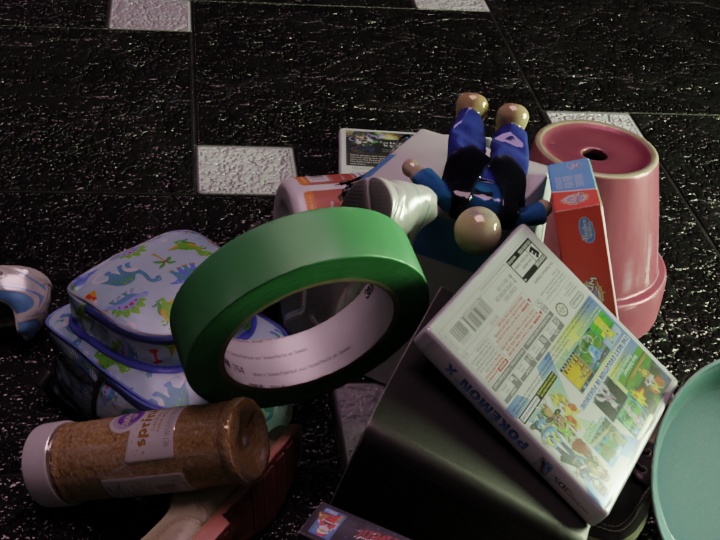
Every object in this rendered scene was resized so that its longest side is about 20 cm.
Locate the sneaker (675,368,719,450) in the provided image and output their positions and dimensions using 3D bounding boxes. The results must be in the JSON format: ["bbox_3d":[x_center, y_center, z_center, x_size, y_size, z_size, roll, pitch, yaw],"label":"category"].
[{"bbox_3d":[0.325,0.121,1.193,0.074,0.117,0.201,10,32,7],"label":"sneaker"}]

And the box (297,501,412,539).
[{"bbox_3d":[0.047,0.256,0.914,0.198,0.138,0.038,20,34,20],"label":"box"}]

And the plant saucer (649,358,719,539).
[{"bbox_3d":[0.307,0.170,1.085,0.198,0.203,0.036,-11,-1,-25],"label":"plant saucer"}]

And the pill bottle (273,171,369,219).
[{"bbox_3d":[0.014,-0.048,1.415,0.197,0.113,0.113,-5,33,-17],"label":"pill bottle"}]

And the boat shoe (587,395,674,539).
[{"bbox_3d":[0.230,0.163,1.159,0.071,0.066,0.200,19,34,20],"label":"boat shoe"}]

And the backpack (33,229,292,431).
[{"bbox_3d":[-0.159,0.072,1.166,0.182,0.148,0.199,-28,50,-37],"label":"backpack"}]

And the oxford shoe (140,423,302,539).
[{"bbox_3d":[-0.112,0.181,1.073,0.073,0.072,0.200,16,33,22],"label":"oxford shoe"}]

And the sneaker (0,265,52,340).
[{"bbox_3d":[-0.394,0.025,1.280,0.197,0.072,0.073,6,58,13],"label":"sneaker"}]

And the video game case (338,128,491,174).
[{"bbox_3d":[0.071,-0.118,1.622,0.197,0.024,0.183,3,33,-3],"label":"video game case"}]

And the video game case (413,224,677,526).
[{"bbox_3d":[0.147,0.070,1.009,0.182,0.022,0.200,46,36,2],"label":"video game case"}]

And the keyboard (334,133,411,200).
[{"bbox_3d":[0.024,-0.057,1.336,0.199,0.105,0.040,-35,19,-11],"label":"keyboard"}]

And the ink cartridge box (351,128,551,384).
[{"bbox_3d":[0.080,0.000,1.265,0.144,0.202,0.147,19,34,23],"label":"ink cartridge box"}]

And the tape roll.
[{"bbox_3d":[-0.046,0.033,1.026,0.198,0.201,0.049,-10,58,-23],"label":"tape roll"}]

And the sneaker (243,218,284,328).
[{"bbox_3d":[-0.069,0.021,1.241,0.079,0.200,0.074,-34,62,0],"label":"sneaker"}]

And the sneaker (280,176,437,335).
[{"bbox_3d":[0.000,0.000,1.131,0.080,0.201,0.071,-5,56,-42],"label":"sneaker"}]

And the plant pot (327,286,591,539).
[{"bbox_3d":[0.079,0.172,1.015,0.176,0.201,0.200,26,35,6],"label":"plant pot"}]

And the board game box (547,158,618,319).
[{"bbox_3d":[0.202,0.018,1.180,0.040,0.203,0.153,-9,17,9],"label":"board game box"}]

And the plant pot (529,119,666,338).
[{"bbox_3d":[0.230,-0.048,1.387,0.197,0.181,0.201,5,31,-3],"label":"plant pot"}]

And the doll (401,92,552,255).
[{"bbox_3d":[0.102,-0.080,1.157,0.135,0.049,0.201,14,39,-3],"label":"doll"}]

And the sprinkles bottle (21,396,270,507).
[{"bbox_3d":[-0.170,0.144,1.052,0.197,0.069,0.068,-10,25,24],"label":"sprinkles bottle"}]
